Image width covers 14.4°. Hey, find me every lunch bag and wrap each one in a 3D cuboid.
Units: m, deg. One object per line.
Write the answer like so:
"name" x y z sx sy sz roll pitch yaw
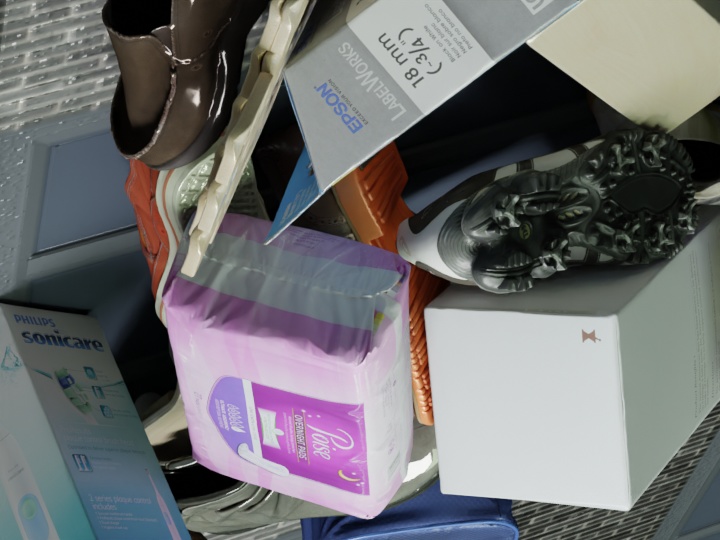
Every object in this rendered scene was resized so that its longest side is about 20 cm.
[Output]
"lunch bag" 0.028 0.142 1.906 0.136 0.132 0.200 -5 153 -8

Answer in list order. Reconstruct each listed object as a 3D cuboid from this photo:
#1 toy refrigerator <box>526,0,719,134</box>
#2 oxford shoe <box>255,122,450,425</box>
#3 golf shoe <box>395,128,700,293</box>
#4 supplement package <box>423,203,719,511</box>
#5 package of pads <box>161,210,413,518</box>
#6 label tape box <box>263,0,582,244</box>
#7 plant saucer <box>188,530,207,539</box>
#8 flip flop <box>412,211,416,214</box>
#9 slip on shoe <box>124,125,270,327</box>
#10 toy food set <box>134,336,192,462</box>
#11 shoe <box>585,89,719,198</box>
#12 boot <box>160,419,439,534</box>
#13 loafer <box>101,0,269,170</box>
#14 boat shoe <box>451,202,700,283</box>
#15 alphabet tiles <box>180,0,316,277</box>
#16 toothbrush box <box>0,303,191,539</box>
"toy refrigerator" 0.138 -0.141 1.515 0.076 0.070 0.200 -36 156 15
"oxford shoe" 0.000 0.000 1.579 0.073 0.071 0.200 -5 120 25
"golf shoe" 0.104 -0.036 1.566 0.200 0.078 0.094 -10 -173 -44
"supplement package" 0.130 0.043 1.632 0.117 0.117 0.200 3 -161 24
"package of pads" -0.034 0.050 1.512 0.120 0.076 0.200 17 153 11
"label tape box" 0.018 -0.118 1.356 0.200 0.063 0.144 -37 -165 23
"plant saucer" -0.190 0.177 1.819 0.200 0.037 0.200 -5 167 -1
"flip flop" 0.014 -0.022 1.639 0.200 0.058 0.081 -19 -168 1
"slip on shoe" -0.091 -0.030 1.523 0.074 0.061 0.200 -33 156 -16
"toy food set" -0.090 0.067 1.717 0.143 0.060 0.200 -9 165 -33
"shoe" 0.191 -0.072 1.720 0.070 0.053 0.200 -33 155 16
"boot" -0.047 0.123 1.714 0.200 0.068 0.131 -19 170 19
"loafer" -0.092 -0.123 1.340 0.071 0.073 0.200 -2 143 -23
"boat shoe" 0.140 -0.007 1.778 0.202 0.075 0.086 -13 154 -31
"alphabet tiles" -0.042 -0.099 1.329 0.015 0.196 0.200 23 146 -2
"toothbrush box" -0.188 0.141 1.606 0.146 0.200 0.085 -38 152 28
